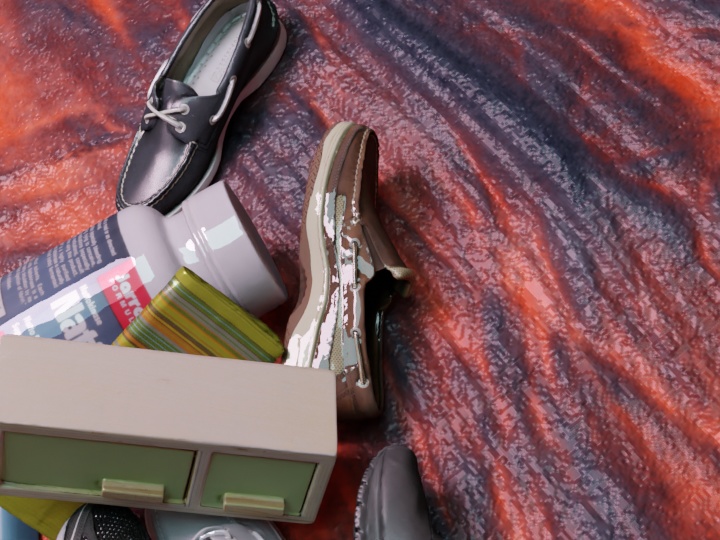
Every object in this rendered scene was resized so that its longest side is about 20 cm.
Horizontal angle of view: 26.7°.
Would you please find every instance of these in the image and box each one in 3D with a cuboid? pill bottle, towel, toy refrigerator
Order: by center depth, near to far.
[{"bbox_3d":[-0.117,0.097,0.897,0.198,0.076,0.070,7,48,-11],"label":"toy refrigerator"},{"bbox_3d":[-0.144,0.090,0.953,0.200,0.086,0.018,-45,23,11],"label":"towel"},{"bbox_3d":[-0.155,0.028,0.994,0.199,0.120,0.120,-29,57,2],"label":"pill bottle"}]

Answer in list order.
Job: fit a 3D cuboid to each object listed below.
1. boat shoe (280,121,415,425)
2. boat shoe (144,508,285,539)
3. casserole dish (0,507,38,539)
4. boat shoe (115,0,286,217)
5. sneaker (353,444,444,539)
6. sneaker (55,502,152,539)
[{"bbox_3d":[0.002,0.002,0.987,0.074,0.075,0.204,3,76,17],"label":"boat shoe"},{"bbox_3d":[-0.074,0.186,0.909,0.072,0.069,0.200,-38,55,-3],"label":"boat shoe"},{"bbox_3d":[-0.273,0.185,0.999,0.120,0.039,0.202,-15,60,13],"label":"casserole dish"},{"bbox_3d":[-0.125,-0.123,1.100,0.075,0.060,0.201,16,69,26],"label":"boat shoe"},{"bbox_3d":[0.043,0.197,0.873,0.090,0.076,0.202,-8,67,4],"label":"sneaker"},{"bbox_3d":[-0.110,0.200,0.859,0.087,0.080,0.200,-56,45,24],"label":"sneaker"}]
